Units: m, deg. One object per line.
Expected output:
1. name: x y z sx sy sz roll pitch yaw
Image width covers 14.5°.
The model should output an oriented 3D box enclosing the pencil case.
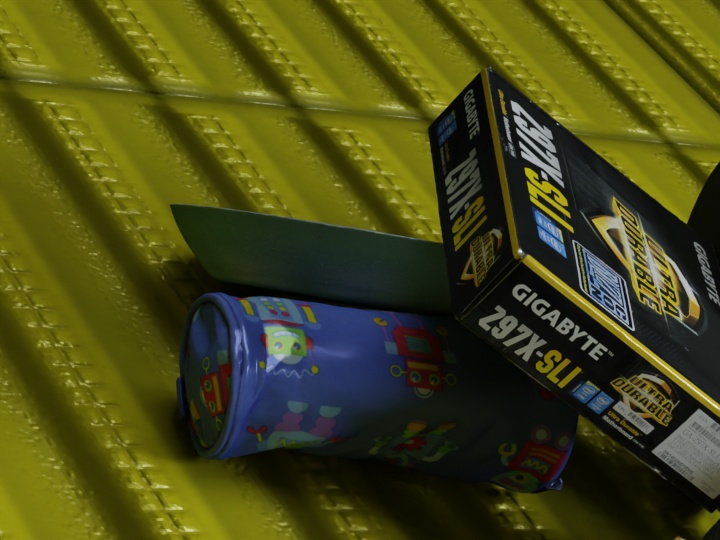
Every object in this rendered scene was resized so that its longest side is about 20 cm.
1. pencil case: 0.009 0.059 1.341 0.200 0.087 0.078 8 56 -26

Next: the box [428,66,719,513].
1. box: 0.109 0.005 1.322 0.160 0.049 0.200 36 22 -19

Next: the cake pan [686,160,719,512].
1. cake pan: 0.191 0.024 1.421 0.037 0.201 0.200 12 28 -9

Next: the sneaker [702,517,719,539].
1. sneaker: 0.212 0.131 1.311 0.077 0.076 0.200 45 3 20

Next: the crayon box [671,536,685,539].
1. crayon box: 0.182 0.205 1.198 0.200 0.058 0.119 33 28 19

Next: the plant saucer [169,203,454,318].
1. plant saucer: 0.000 0.000 1.417 0.200 0.036 0.200 10 -1 0
